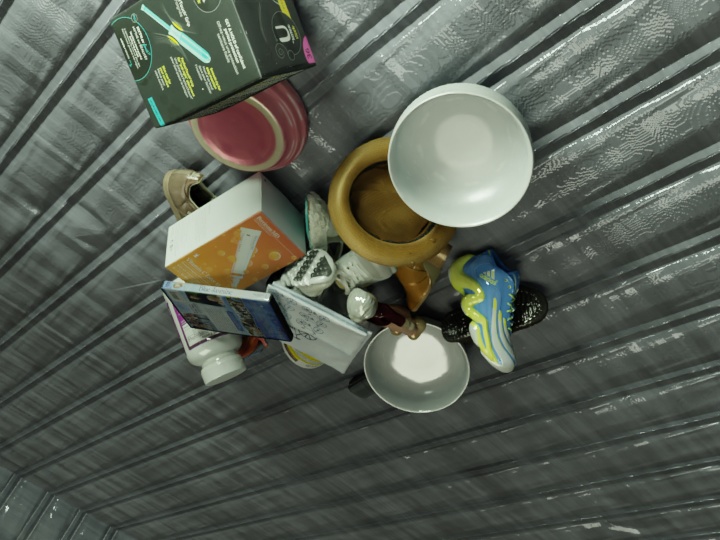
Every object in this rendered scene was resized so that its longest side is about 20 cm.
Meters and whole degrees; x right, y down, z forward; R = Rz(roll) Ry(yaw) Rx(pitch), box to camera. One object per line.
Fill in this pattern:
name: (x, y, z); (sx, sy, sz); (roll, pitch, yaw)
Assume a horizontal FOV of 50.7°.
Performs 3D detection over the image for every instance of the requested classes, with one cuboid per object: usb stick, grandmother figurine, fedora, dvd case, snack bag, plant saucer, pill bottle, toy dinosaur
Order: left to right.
pill bottle: (-0.290, 0.110, 1.440); (0.112, 0.112, 0.202); (-34, 75, 45)
dvd case: (-0.221, 0.069, 1.276); (0.197, 0.018, 0.143); (6, 150, 16)
toy dinosaur: (-0.247, 0.144, 1.516); (0.105, 0.200, 0.182); (42, 106, -3)
plant saucer: (-0.178, -0.223, 1.142); (0.198, 0.051, 0.202); (11, 140, 10)
snack bag: (-0.088, 0.105, 1.302); (0.187, 0.022, 0.200); (26, 150, -3)
pill bottle: (-0.058, 0.099, 1.407); (0.109, 0.110, 0.200); (34, 139, -16)
grandmother figurine: (0.034, 0.071, 1.269); (0.120, 0.061, 0.200); (3, 167, 27)
usb stick: (0.046, 0.215, 1.553); (0.055, 0.033, 0.200); (36, 137, -17)
fedora: (0.047, -0.098, 1.132); (0.199, 0.202, 0.082); (27, 174, -9)

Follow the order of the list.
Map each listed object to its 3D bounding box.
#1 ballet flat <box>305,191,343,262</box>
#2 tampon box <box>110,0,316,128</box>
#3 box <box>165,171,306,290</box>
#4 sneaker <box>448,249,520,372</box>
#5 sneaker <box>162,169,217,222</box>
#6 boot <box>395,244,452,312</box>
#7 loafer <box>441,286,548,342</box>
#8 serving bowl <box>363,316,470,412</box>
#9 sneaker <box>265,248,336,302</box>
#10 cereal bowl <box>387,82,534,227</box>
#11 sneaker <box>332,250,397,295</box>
ballet flat: (-0.061, -0.060, 1.273); (0.071, 0.072, 0.201); (14, 145, 7)
tampon box: (-0.186, -0.291, 0.972); (0.198, 0.126, 0.151); (-14, 102, 35)
box: (-0.205, -0.049, 1.255); (0.199, 0.098, 0.124); (-28, 133, 20)
sneaker: (0.219, 0.058, 1.214); (0.105, 0.075, 0.202); (-31, 80, 28)
sneaker: (-0.269, -0.086, 1.314); (0.075, 0.071, 0.201); (2, 137, 29)
boot: (0.065, -0.021, 1.266); (0.143, 0.071, 0.202); (29, 147, 7)
loafer: (0.235, 0.078, 1.304); (0.198, 0.074, 0.071); (-17, 158, 35)
serving bowl: (0.108, 0.166, 1.426); (0.197, 0.066, 0.202); (5, 118, 10)
sneaker: (-0.082, 0.017, 1.254); (0.081, 0.075, 0.199); (42, 159, -19)
cereal bowl: (0.138, -0.164, 1.035); (0.197, 0.084, 0.202); (7, 128, 9)
sneaker: (0.000, 0.000, 1.228); (0.077, 0.081, 0.200); (51, 166, 0)
